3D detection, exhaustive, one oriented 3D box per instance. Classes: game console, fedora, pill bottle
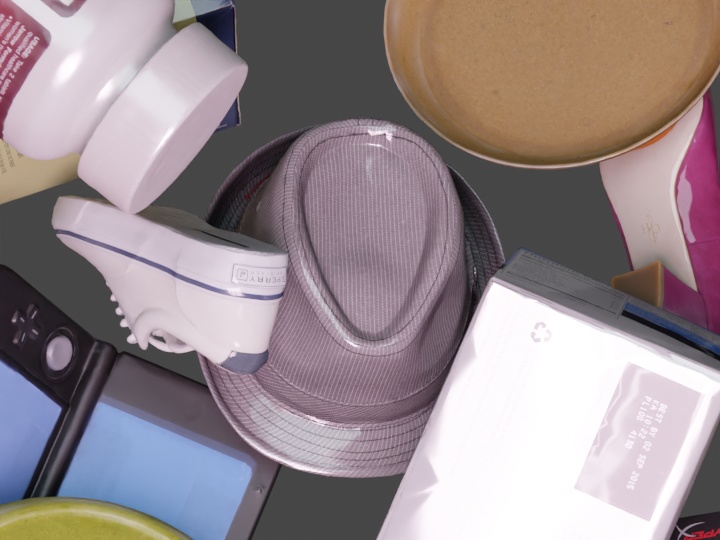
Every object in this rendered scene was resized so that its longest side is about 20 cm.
[{"bbox_3d":[-0.152,0.124,1.469,0.116,0.176,0.201,11,70,32],"label":"game console"},{"bbox_3d":[0.000,0.000,1.505,0.176,0.090,0.201,8,65,-6],"label":"fedora"},{"bbox_3d":[-0.157,-0.122,1.337,0.200,0.110,0.110,39,76,5],"label":"pill bottle"}]

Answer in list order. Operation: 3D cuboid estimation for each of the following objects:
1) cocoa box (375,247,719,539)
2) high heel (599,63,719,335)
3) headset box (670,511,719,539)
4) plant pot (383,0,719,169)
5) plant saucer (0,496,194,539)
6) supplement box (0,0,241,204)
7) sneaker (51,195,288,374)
[{"bbox_3d":[0.093,0.108,1.433,0.133,0.131,0.201,24,100,5],"label":"cocoa box"},{"bbox_3d":[0.182,-0.025,1.562,0.067,0.096,0.201,-22,47,30],"label":"high heel"},{"bbox_3d":[0.231,0.219,1.426,0.148,0.075,0.201,-15,66,42],"label":"headset box"},{"bbox_3d":[0.112,-0.139,1.574,0.199,0.028,0.201,-6,62,12],"label":"plant pot"},{"bbox_3d":[-0.135,0.181,1.376,0.199,0.031,0.201,9,46,-9],"label":"plant saucer"},{"bbox_3d":[-0.177,-0.135,1.498,0.199,0.200,0.135,-19,77,-6],"label":"supplement box"},{"bbox_3d":[-0.108,0.005,1.482,0.073,0.200,0.071,7,98,-32],"label":"sneaker"}]
